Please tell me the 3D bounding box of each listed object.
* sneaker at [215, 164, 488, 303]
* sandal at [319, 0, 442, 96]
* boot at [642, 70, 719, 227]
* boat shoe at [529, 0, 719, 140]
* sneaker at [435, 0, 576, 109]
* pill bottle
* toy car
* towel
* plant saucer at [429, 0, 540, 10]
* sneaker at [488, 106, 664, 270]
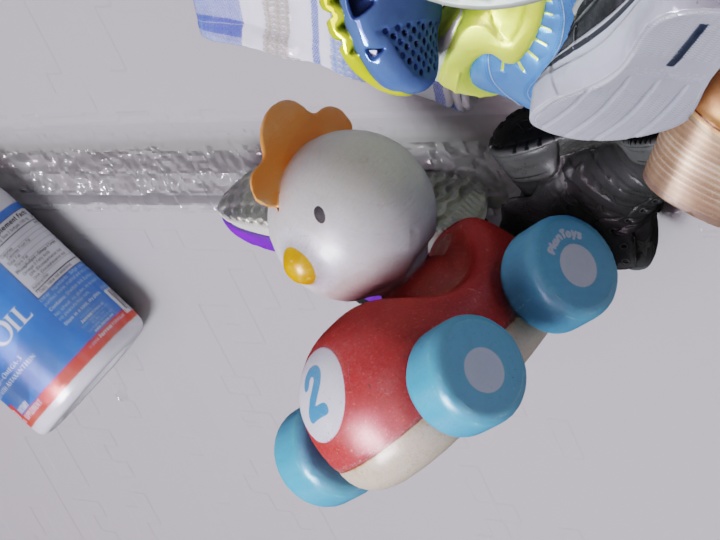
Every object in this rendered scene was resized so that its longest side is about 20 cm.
[{"bbox_3d":[0.000,-0.009,1.507,0.199,0.070,0.100,11,136,37],"label":"sneaker"},{"bbox_3d":[0.024,-0.190,1.255,0.087,0.079,0.201,0,101,26],"label":"sandal"},{"bbox_3d":[0.255,-0.072,1.208,0.199,0.074,0.155,20,120,-11],"label":"boot"},{"bbox_3d":[0.136,-0.118,1.161,0.072,0.071,0.200,9,162,-16],"label":"boat shoe"},{"bbox_3d":[0.113,-0.151,1.271,0.105,0.076,0.200,26,144,-8],"label":"sneaker"},{"bbox_3d":[-0.260,0.011,1.735,0.200,0.112,0.112,42,144,0],"label":"pill bottle"},{"bbox_3d":[0.000,0.000,1.352,0.200,0.177,0.184,49,145,-5],"label":"toy car"},{"bbox_3d":[-0.025,-0.173,1.403,0.199,0.024,0.148,19,137,29],"label":"towel"},{"bbox_3d":[0.052,-0.224,1.172,0.199,0.050,0.202,4,101,23],"label":"plant saucer"},{"bbox_3d":[0.146,-0.046,1.345,0.199,0.060,0.104,-4,131,43],"label":"sneaker"}]
